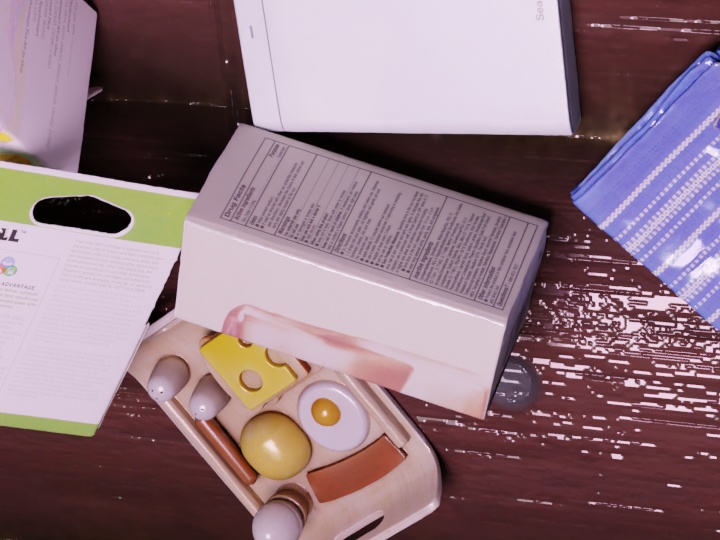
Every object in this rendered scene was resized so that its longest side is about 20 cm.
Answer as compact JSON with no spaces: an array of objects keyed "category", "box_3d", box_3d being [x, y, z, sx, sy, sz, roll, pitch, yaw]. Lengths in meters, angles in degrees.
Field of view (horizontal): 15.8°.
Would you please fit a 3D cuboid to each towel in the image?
[{"category":"towel","box_3d":[0.234,-0.022,1.500,0.200,0.024,0.145,41,124,-4]}]

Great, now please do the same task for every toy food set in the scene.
[{"category":"toy food set","box_3d":[-0.060,0.102,1.654,0.143,0.060,0.200,-33,102,31]}]

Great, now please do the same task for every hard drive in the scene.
[{"category":"hard drive","box_3d":[0.024,-0.143,1.512,0.199,0.027,0.133,2,117,19]}]

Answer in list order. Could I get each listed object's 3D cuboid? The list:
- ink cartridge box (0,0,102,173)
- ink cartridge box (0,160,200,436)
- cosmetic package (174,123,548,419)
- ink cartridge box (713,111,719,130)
[{"category":"ink cartridge box","box_3d":[-0.250,-0.123,1.529,0.128,0.126,0.200,-8,152,25]},{"category":"ink cartridge box","box_3d":[-0.200,-0.001,1.578,0.147,0.076,0.201,9,127,-28]},{"category":"cosmetic package","box_3d":[0.000,0.000,1.542,0.199,0.104,0.088,19,134,9]},{"category":"ink cartridge box","box_3d":[0.323,-0.096,1.388,0.199,0.041,0.200,27,121,-10]}]
